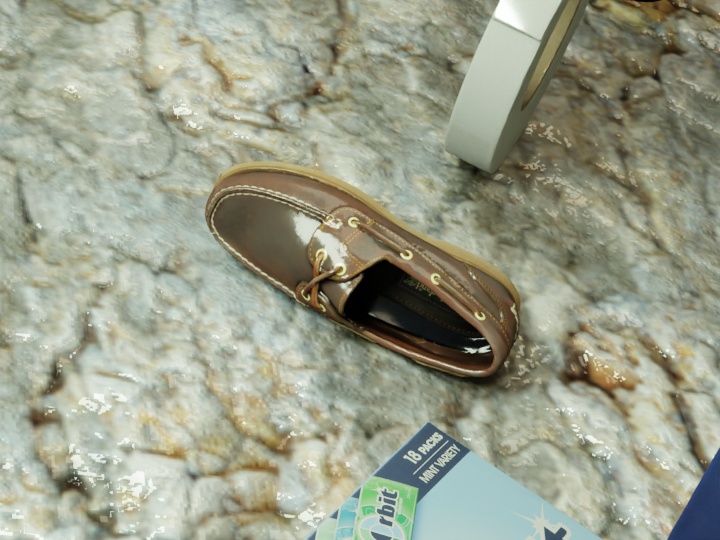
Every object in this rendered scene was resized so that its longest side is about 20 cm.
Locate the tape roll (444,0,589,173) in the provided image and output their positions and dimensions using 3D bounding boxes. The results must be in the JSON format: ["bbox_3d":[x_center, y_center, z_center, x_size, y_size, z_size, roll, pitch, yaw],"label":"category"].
[{"bbox_3d":[0.114,-0.160,1.316,0.037,0.203,0.203,27,38,7],"label":"tape roll"}]

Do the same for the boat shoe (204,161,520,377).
[{"bbox_3d":[0.000,0.000,1.175,0.199,0.071,0.070,22,34,1],"label":"boat shoe"}]

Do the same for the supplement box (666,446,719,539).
[{"bbox_3d":[0.286,0.127,1.124,0.200,0.109,0.110,-18,52,-39],"label":"supplement box"}]

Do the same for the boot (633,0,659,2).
[{"bbox_3d":[0.132,-0.256,1.539,0.200,0.077,0.168,37,36,30],"label":"boot"}]

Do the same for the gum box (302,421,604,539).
[{"bbox_3d":[0.067,0.182,1.009,0.200,0.045,0.170,33,39,16],"label":"gum box"}]
